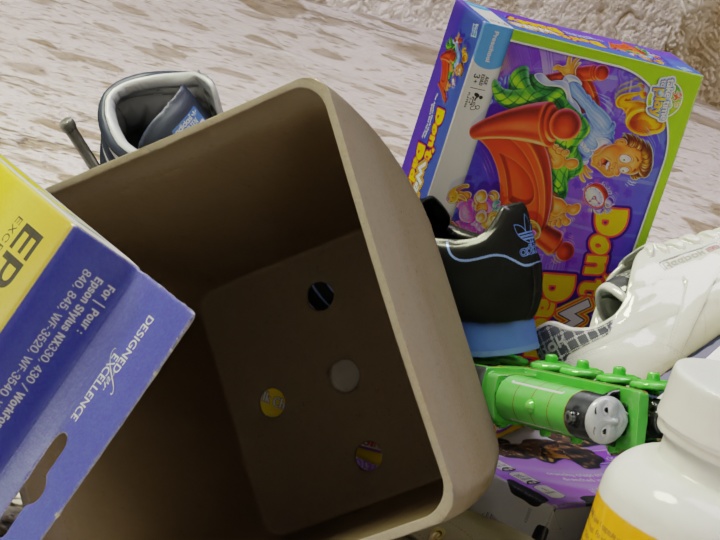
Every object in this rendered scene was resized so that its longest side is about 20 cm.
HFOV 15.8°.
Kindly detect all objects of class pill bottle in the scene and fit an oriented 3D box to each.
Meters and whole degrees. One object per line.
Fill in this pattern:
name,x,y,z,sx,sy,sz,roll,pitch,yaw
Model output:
pill bottle,0.147,0.146,1.147,0.112,0.201,0.113,17,12,-4

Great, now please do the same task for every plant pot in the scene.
plant pot,-0.040,0.048,1.207,0.199,0.201,0.177,-21,-12,20

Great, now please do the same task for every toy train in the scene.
toy train,0.084,0.062,1.273,0.056,0.042,0.200,3,2,-28

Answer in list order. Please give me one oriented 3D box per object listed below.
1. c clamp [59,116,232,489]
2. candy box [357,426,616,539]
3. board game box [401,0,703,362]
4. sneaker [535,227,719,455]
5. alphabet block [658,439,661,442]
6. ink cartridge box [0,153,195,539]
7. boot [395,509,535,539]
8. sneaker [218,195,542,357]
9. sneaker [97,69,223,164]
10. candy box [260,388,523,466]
c clamp,-0.108,0.032,1.360,0.171,0.027,0.200,53,11,-32
candy box,0.072,0.119,1.470,0.200,0.072,0.167,27,16,36
board game box,0.086,-0.031,1.387,0.134,0.201,0.045,11,17,-23
sneaker,0.179,0.010,1.352,0.200,0.076,0.081,-36,79,-29
alphabet block,0.250,0.126,1.283,0.196,0.195,0.200,48,17,4
ink cartridge box,-0.182,0.053,1.093,0.047,0.198,0.200,35,0,-36
boot,0.043,0.156,1.260,0.155,0.073,0.200,25,12,30
sneaker,0.000,0.000,1.328,0.199,0.078,0.070,2,6,22
sneaker,-0.063,-0.038,1.420,0.199,0.070,0.109,28,-27,16
candy box,0.026,0.067,1.410,0.102,0.027,0.200,20,15,22
